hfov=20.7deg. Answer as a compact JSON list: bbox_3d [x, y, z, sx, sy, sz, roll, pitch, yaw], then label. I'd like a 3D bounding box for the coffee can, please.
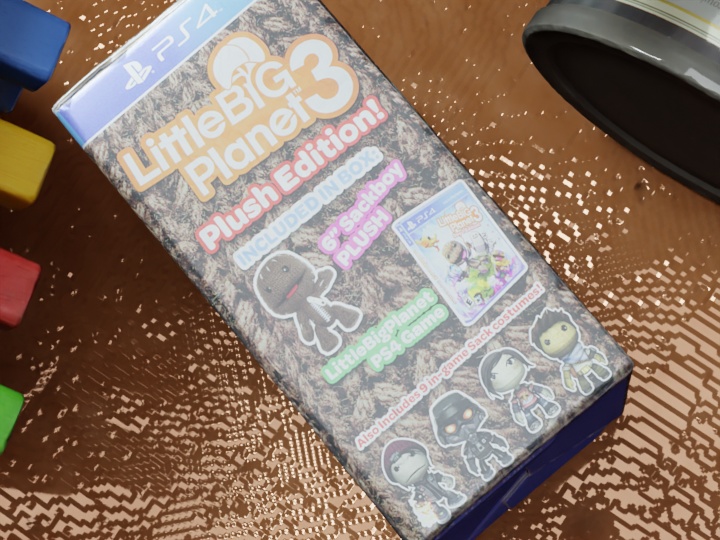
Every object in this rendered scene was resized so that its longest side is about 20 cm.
[{"bbox_3d":[0.175,-0.133,0.741,0.146,0.146,0.200,32,85,10],"label":"coffee can"}]

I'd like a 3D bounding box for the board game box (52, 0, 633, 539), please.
[{"bbox_3d":[0.000,0.000,0.732,0.097,0.159,0.200,-40,78,-1],"label":"board game box"}]

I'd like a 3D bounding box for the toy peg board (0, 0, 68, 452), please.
[{"bbox_3d":[-0.169,-0.018,0.745,0.098,0.200,0.199,25,75,-20],"label":"toy peg board"}]
